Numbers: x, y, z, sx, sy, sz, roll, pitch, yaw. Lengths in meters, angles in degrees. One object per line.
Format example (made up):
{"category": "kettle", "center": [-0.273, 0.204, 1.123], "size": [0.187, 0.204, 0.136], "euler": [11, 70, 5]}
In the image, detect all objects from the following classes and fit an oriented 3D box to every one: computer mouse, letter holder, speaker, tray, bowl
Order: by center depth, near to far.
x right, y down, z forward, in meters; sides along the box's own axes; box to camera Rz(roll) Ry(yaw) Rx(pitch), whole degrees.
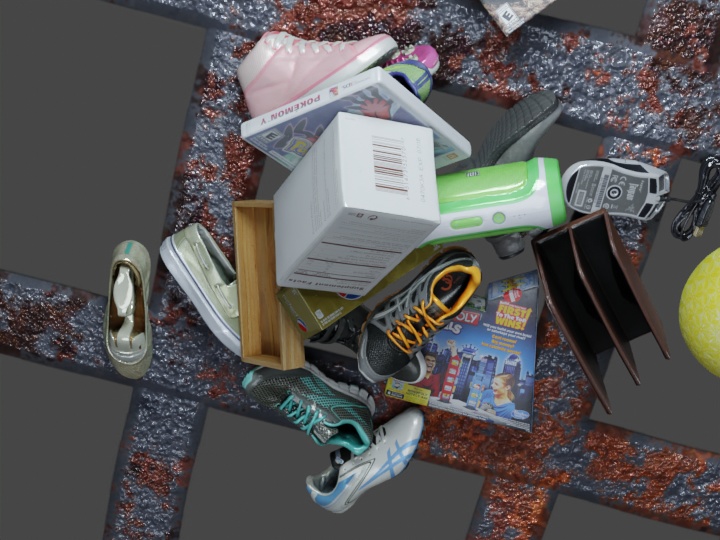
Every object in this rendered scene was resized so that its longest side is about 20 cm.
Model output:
{"category": "speaker", "center": [0.136, -0.078, 1.561], "size": [0.198, 0.089, 0.089], "euler": [-8, 113, 10]}
{"category": "letter holder", "center": [0.297, 0.055, 1.620], "size": [0.100, 0.143, 0.201], "euler": [-23, 123, 16]}
{"category": "computer mouse", "center": [0.336, -0.101, 1.629], "size": [0.198, 0.044, 0.111], "euler": [10, 119, -8]}
{"category": "tray", "center": [-0.112, 0.015, 1.647], "size": [0.037, 0.098, 0.202], "euler": [-8, 98, -36]}
{"category": "bowl", "center": [0.501, 0.069, 1.657], "size": [0.198, 0.108, 0.202], "euler": [1, 114, 2]}

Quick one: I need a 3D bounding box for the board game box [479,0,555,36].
{"category": "board game box", "center": [0.165, -0.394, 1.480], "size": [0.159, 0.097, 0.200], "euler": [-35, 107, 17]}

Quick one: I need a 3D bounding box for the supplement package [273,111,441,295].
{"category": "supplement package", "center": [-0.009, -0.068, 1.477], "size": [0.116, 0.118, 0.200], "euler": [7, 154, -24]}

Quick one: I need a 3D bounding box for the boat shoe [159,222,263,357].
{"category": "boat shoe", "center": [-0.173, 0.031, 1.700], "size": [0.062, 0.072, 0.200], "euler": [-33, 105, 22]}

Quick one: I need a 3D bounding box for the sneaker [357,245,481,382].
{"category": "sneaker", "center": [0.070, 0.052, 1.609], "size": [0.078, 0.077, 0.200], "euler": [40, 88, -15]}

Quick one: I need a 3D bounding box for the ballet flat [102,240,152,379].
{"category": "ballet flat", "center": [-0.304, 0.060, 1.726], "size": [0.067, 0.062, 0.202], "euler": [3, 114, 2]}

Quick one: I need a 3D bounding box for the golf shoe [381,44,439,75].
{"category": "golf shoe", "center": [0.022, -0.192, 1.598], "size": [0.199, 0.076, 0.092], "euler": [-31, 117, 24]}

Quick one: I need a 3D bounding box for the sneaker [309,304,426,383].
{"category": "sneaker", "center": [-0.012, 0.082, 1.663], "size": [0.200, 0.099, 0.071], "euler": [41, 118, 9]}

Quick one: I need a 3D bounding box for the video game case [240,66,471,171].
{"category": "video game case", "center": [-0.002, -0.143, 1.481], "size": [0.181, 0.023, 0.200], "euler": [-19, 151, 28]}

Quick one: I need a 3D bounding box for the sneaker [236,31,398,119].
{"category": "sneaker", "center": [-0.060, -0.246, 1.552], "size": [0.199, 0.075, 0.105], "euler": [-27, 91, 25]}

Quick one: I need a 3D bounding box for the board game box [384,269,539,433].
{"category": "board game box", "center": [0.150, 0.085, 1.710], "size": [0.198, 0.062, 0.202], "euler": [15, 111, -1]}

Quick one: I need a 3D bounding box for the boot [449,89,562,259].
{"category": "boot", "center": [0.201, -0.115, 1.626], "size": [0.131, 0.070, 0.200], "euler": [37, 119, -18]}

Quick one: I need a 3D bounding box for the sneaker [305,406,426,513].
{"category": "sneaker", "center": [0.008, 0.249, 1.783], "size": [0.072, 0.072, 0.200], "euler": [36, 112, -28]}

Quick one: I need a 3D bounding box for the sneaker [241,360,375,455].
{"category": "sneaker", "center": [-0.059, 0.177, 1.717], "size": [0.199, 0.092, 0.078], "euler": [20, 123, -27]}

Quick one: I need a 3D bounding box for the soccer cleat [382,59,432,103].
{"category": "soccer cleat", "center": [-0.007, -0.173, 1.516], "size": [0.199, 0.084, 0.065], "euler": [-30, 103, 23]}

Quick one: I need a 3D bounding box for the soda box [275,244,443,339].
{"category": "soda box", "center": [0.000, 0.000, 1.612], "size": [0.199, 0.064, 0.068], "euler": [-33, 91, -28]}
